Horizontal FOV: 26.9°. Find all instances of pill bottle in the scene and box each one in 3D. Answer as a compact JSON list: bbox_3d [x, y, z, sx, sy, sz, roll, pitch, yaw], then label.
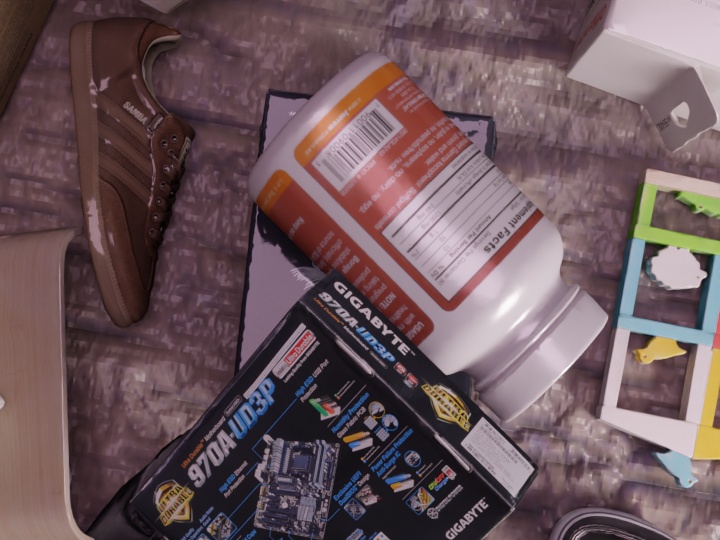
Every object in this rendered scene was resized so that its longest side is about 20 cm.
[{"bbox_3d":[0.040,-0.016,0.845,0.112,0.112,0.200,-44,88,-6],"label":"pill bottle"}]

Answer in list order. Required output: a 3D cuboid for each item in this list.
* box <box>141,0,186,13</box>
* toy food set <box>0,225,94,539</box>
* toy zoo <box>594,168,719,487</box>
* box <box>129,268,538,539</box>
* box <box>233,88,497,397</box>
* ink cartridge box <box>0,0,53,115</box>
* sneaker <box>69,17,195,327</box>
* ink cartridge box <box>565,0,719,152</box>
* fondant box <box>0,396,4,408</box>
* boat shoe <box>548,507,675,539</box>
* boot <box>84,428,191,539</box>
[{"bbox_3d":[-0.145,-0.275,0.943,0.077,0.095,0.202,-28,66,22],"label":"box"},{"bbox_3d":[-0.237,0.077,0.951,0.142,0.060,0.202,-5,83,17],"label":"toy food set"},{"bbox_3d":[0.232,0.044,0.998,0.130,0.020,0.202,11,84,-2],"label":"toy zoo"},{"bbox_3d":[-0.020,0.123,0.848,0.159,0.046,0.200,43,124,5],"label":"box"},{"bbox_3d":[0.000,0.000,0.949,0.146,0.104,0.202,7,84,-3],"label":"box"},{"bbox_3d":[-0.256,-0.161,0.923,0.075,0.165,0.202,22,83,3],"label":"ink cartridge box"},{"bbox_3d":[-0.141,-0.067,0.966,0.075,0.070,0.202,-7,85,-4],"label":"sneaker"},{"bbox_3d":[0.221,-0.186,0.967,0.124,0.129,0.202,19,83,0],"label":"ink cartridge box"},{"bbox_3d":[-0.334,0.056,0.918,0.144,0.058,0.200,-44,75,8],"label":"fondant box"},{"bbox_3d":[0.210,0.220,0.955,0.200,0.066,0.070,39,84,1],"label":"boat shoe"},{"bbox_3d":[-0.052,0.179,0.953,0.165,0.066,0.200,-43,83,-8],"label":"boot"}]
